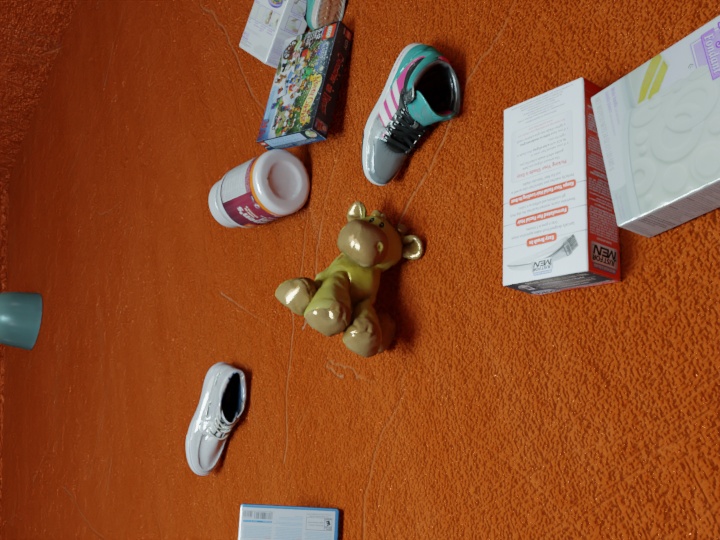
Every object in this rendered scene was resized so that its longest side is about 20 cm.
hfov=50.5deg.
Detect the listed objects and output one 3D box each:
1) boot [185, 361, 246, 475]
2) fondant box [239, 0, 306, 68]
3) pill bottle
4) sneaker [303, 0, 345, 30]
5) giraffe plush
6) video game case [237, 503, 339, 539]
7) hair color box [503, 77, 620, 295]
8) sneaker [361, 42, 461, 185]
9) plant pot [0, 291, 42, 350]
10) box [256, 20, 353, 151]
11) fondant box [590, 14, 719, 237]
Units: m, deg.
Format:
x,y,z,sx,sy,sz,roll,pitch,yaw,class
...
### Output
x,y,z,sx,sy,sz,roll,pitch,yaw,class
-0.252,0.265,1.340,0.095,0.072,0.204,-1,79,61,boot
-0.146,-0.488,1.416,0.144,0.057,0.203,44,116,50,fondant box
-0.183,-0.136,1.332,0.198,0.108,0.112,-12,70,53,pill bottle
-0.052,-0.507,1.291,0.080,0.070,0.203,38,112,47,sneaker
0.000,0.000,1.030,0.164,0.171,0.200,-59,4,8,giraffe plush
-0.103,0.430,1.048,0.018,0.140,0.204,76,-164,-76,video game case
0.210,-0.084,0.807,0.110,0.063,0.204,-13,68,51,hair color box
0.073,-0.203,1.023,0.121,0.082,0.203,37,110,62,sneaker
-1.217,0.167,2.653,0.199,0.159,0.205,-21,63,50,plant pot
-0.093,-0.304,1.265,0.135,0.037,0.204,-4,66,43,box
0.313,-0.137,0.682,0.199,0.057,0.147,-30,57,46,fondant box
